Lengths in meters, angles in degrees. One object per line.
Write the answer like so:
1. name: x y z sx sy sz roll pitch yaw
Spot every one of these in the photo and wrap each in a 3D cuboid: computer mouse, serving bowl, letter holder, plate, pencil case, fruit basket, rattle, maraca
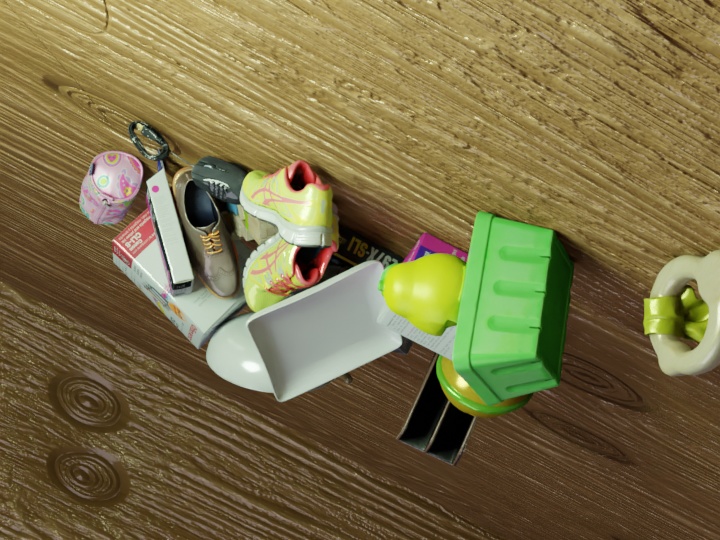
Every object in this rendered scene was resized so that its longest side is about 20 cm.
1. computer mouse: -0.226 -0.150 1.623 0.200 0.059 0.034 28 147 5
2. serving bowl: -0.128 0.109 1.806 0.200 0.066 0.200 8 -159 -3
3. letter holder: 0.143 0.174 1.810 0.100 0.200 0.142 24 164 5
4. plate: -0.049 0.079 1.664 0.200 0.200 0.032 74 169 -49
5. pencil case: -0.389 -0.126 1.876 0.087 0.087 0.200 29 164 -12
6. fruit basket: 0.131 0.040 1.405 0.215 0.216 0.156 15 161 33
7. rattle: 0.395 0.034 1.242 0.143 0.130 0.200 18 139 -15
8. maraca: 0.187 0.135 1.685 0.137 0.200 0.107 39 130 19

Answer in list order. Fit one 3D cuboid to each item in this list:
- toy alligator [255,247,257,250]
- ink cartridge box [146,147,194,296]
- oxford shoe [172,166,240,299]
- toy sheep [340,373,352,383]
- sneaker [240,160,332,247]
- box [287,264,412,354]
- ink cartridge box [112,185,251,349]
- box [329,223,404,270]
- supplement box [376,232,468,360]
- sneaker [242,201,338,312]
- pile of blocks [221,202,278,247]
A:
1. toy alligator: -0.136 -0.024 1.857 0.054 0.059 0.200 20 163 18
2. ink cartridge box: -0.279 -0.068 1.740 0.037 0.200 0.095 -12 169 -12
3. oxford shoe: -0.220 -0.046 1.718 0.073 0.071 0.200 -132 21 -72
4. toy sheep: -0.058 0.123 2.082 0.138 0.138 0.200 14 165 35
5. sneaker: -0.086 -0.099 1.519 0.078 0.090 0.200 -2 -158 -33
6. box: -0.033 0.050 1.788 0.158 0.048 0.200 9 158 46
7. ink cartridge box: -0.260 -0.005 1.854 0.200 0.145 0.145 45 163 2
8. box: 0.000 0.000 1.755 0.200 0.049 0.160 28 162 -10
9. supplement box: 0.138 0.053 1.578 0.200 0.101 0.103 26 147 -4
10. sneaker: -0.094 -0.003 1.621 0.078 0.090 0.200 14 128 -32
11. pile of blocks: -0.146 -0.084 1.718 0.062 0.082 0.200 -14 -171 -21
